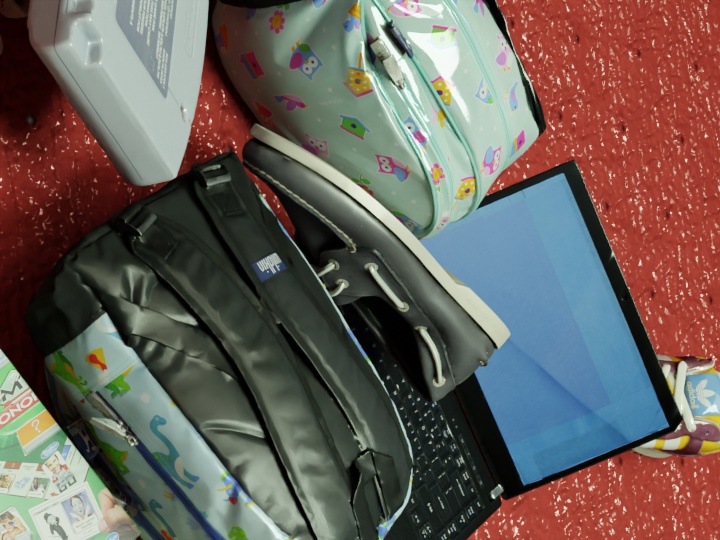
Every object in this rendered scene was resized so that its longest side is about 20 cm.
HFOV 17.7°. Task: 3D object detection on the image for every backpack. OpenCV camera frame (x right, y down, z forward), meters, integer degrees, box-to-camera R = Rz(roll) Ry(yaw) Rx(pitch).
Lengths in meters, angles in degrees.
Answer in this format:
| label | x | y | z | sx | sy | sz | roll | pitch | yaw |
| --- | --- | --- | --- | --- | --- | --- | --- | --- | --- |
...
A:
| label | x | y | z | sx | sy | sz | roll | pitch | yaw |
| --- | --- | --- | --- | --- | --- | --- | --- | --- | --- |
| backpack | -0.063 | 0.067 | 1.139 | 0.200 | 0.154 | 0.163 | 43 | 37 | 5 |
| backpack | 0.007 | -0.117 | 1.265 | 0.127 | 0.167 | 0.200 | -44 | 117 | -24 |

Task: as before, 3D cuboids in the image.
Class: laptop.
| label | x | y | z | sx | sy | sz | roll | pitch | yaw |
| --- | --- | --- | --- | --- | --- | --- | --- | --- | --- |
| laptop | 0.067 | 0.064 | 1.307 | 0.200 | 0.103 | 0.178 | -37 | 107 | -47 |

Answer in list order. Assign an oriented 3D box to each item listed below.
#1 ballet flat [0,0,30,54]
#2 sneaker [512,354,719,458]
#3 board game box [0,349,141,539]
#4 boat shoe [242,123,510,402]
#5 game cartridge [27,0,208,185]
| label | x | y | z | sx | sy | sz | roll | pitch | yaw |
| --- | --- | --- | --- | --- | --- | --- | --- | --- | --- |
| ballet flat | -0.182 | -0.139 | 1.107 | 0.200 | 0.075 | 0.064 | -56 | 136 | -37 |
| sneaker | 0.174 | 0.077 | 1.434 | 0.200 | 0.090 | 0.075 | 5 | 76 | -48 |
| board game box | -0.199 | 0.128 | 1.031 | 0.135 | 0.029 | 0.200 | 54 | 45 | -10 |
| boat shoe | 0.000 | 0.000 | 1.221 | 0.063 | 0.073 | 0.200 | -50 | 124 | -3 |
| game cartridge | -0.112 | -0.149 | 1.125 | 0.133 | 0.041 | 0.201 | 55 | 31 | -51 |
